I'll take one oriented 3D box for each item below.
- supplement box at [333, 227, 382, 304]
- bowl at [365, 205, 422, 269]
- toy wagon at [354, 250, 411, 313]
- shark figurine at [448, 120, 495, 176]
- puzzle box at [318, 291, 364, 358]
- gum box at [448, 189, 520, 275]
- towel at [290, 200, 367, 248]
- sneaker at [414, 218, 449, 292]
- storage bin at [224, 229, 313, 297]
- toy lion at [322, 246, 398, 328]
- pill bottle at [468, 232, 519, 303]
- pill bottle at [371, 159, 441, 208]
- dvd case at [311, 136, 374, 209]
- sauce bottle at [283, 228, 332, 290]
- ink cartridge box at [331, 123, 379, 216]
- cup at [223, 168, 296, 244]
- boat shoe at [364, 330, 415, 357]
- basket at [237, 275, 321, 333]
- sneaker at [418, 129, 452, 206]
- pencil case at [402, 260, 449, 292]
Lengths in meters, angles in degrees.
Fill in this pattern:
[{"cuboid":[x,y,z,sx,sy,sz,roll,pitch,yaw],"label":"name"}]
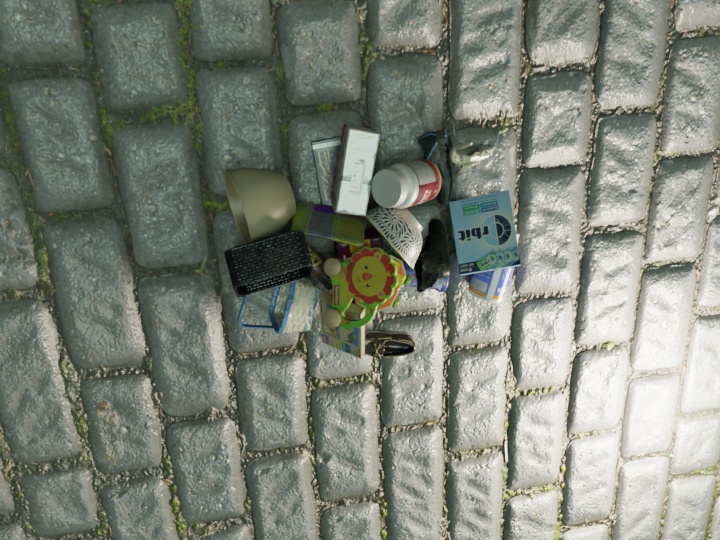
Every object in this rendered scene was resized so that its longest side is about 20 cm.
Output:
[{"cuboid":[0.000,0.000,1.516,0.127,0.103,0.206,-9,109,-7],"label":"supplement box"},{"cuboid":[0.103,-0.110,1.448,0.094,0.201,0.201,-42,110,5],"label":"bowl"},{"cuboid":[0.040,0.049,1.464,0.152,0.040,0.204,23,101,-18],"label":"toy wagon"},{"cuboid":[0.260,-0.325,1.463,0.127,0.212,0.091,-34,72,31],"label":"shark figurine"},{"cuboid":[-0.050,0.153,1.516,0.130,0.026,0.203,20,140,19],"label":"puzzle box"},{"cuboid":[0.339,-0.101,1.508,0.165,0.044,0.206,-9,85,16],"label":"gum box"},{"cuboid":[-0.078,-0.119,1.428,0.194,0.145,0.023,11,129,-5],"label":"towel"},{"cuboid":[0.187,-0.044,1.510,0.101,0.060,0.206,-2,76,-23],"label":"sneaker"},{"cuboid":[-0.222,-0.016,1.344,0.195,0.135,0.096,-15,79,-11],"label":"storage bin"},{"cuboid":[0.002,0.043,1.392,0.186,0.069,0.207,2,90,11],"label":"toy lion"},{"cuboid":[0.387,-0.020,1.579,0.109,0.112,0.205,11,105,-14],"label":"pill bottle"},{"cuboid":[0.117,-0.218,1.395,0.107,0.198,0.113,11,110,33],"label":"pill bottle"},{"cuboid":[-0.044,-0.253,1.472,0.144,0.016,0.206,-11,109,-7],"label":"dvd case"},{"cuboid":[-0.142,-0.027,1.503,0.065,0.065,0.200,-43,112,6],"label":"sauce bottle"},{"cuboid":[-0.016,-0.255,1.389,0.080,0.147,0.206,7,107,-10],"label":"ink cartridge box"},{"cuboid":[-0.243,-0.171,1.380,0.140,0.200,0.205,-21,111,-18],"label":"cup"},{"cuboid":[0.066,0.223,1.624,0.194,0.060,0.074,-1,109,-10],"label":"boat shoe"},{"cuboid":[-0.218,0.081,1.476,0.196,0.139,0.181,13,105,-32],"label":"basket"},{"cuboid":[0.205,-0.275,1.495,0.079,0.073,0.206,-4,110,16],"label":"sneaker"},{"cuboid":[0.153,0.011,1.562,0.194,0.087,0.081,9,82,-15],"label":"pencil case"}]
